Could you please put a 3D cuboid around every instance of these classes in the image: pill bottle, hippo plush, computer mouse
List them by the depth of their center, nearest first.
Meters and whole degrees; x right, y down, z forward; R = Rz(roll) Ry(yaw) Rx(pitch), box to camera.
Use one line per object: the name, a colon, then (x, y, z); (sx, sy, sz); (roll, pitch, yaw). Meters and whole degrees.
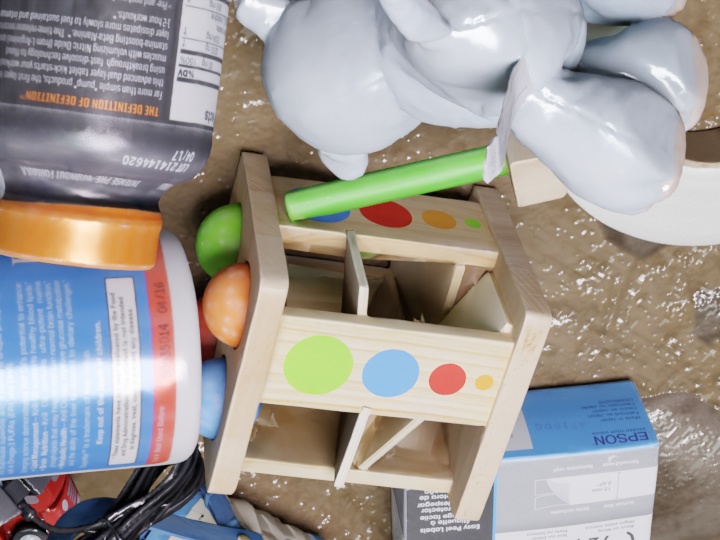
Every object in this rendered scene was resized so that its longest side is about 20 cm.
pill bottle: (-0.108, -0.102, 0.663); (0.106, 0.106, 0.200); (7, 93, -14)
hippo plush: (0.042, -0.083, 0.696); (0.161, 0.200, 0.159); (-15, 116, 44)
pill bottle: (-0.178, 0.041, 0.721); (0.200, 0.112, 0.112); (-4, 124, -17)
computer mouse: (-0.174, 0.071, 0.794); (0.140, 0.200, 0.046); (-39, 155, -28)

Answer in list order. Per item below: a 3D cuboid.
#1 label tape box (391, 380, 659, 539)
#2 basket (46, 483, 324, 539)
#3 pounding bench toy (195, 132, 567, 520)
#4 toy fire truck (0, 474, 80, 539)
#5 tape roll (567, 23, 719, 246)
label tape box: (0.092, 0.166, 0.939); (0.143, 0.066, 0.200); (-5, 122, -6)
basket: (-0.110, 0.206, 0.879); (0.200, 0.139, 0.176); (16, 119, -41)
pounding bench toy: (0.000, 0.000, 0.781); (0.156, 0.124, 0.200); (8, 121, -14)
toy fire truck: (-0.265, 0.109, 0.853); (0.200, 0.049, 0.141); (-18, 123, 2)
tape roll: (0.179, -0.106, 0.794); (0.202, 0.037, 0.203); (-4, 122, -7)
